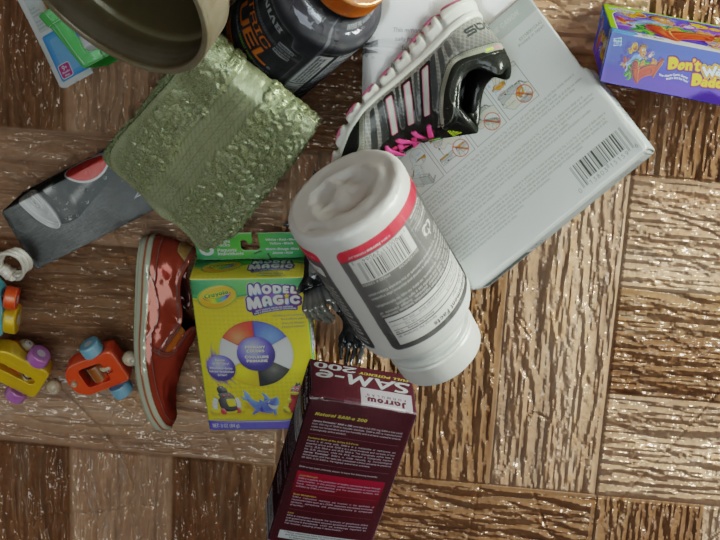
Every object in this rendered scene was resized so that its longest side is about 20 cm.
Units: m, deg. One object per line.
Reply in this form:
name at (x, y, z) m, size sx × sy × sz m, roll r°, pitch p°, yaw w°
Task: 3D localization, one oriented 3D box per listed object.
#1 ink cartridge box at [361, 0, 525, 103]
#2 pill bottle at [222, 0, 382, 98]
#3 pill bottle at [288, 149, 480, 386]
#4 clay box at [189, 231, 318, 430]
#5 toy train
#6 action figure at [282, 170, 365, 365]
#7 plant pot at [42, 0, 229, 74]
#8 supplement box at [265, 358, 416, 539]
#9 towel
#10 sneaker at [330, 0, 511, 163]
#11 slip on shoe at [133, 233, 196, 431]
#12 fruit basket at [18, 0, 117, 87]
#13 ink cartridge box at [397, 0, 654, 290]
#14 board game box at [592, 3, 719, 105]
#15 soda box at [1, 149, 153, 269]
ink cartridge box at (0.075, -0.189, 1.404) m, size 0.143 × 0.084 × 0.203 m, roll 3°, pitch 110°, yaw 4°
pill bottle at (-0.049, -0.221, 1.343) m, size 0.106 × 0.107 × 0.200 m, roll 44°, pitch 147°, yaw -10°
pill bottle at (0.028, 0.004, 1.324) m, size 0.110 × 0.111 × 0.201 m, roll -23°, pitch 127°, yaw 13°
clay box at (-0.102, 0.060, 1.512) m, size 0.113 × 0.048 × 0.202 m, roll -2°, pitch 119°, yaw 6°
toy train at (-0.316, 0.055, 1.535) m, size 0.149 × 0.056 × 0.201 m, roll -25°, pitch 119°, yaw 20°
action figure at (0.000, 0.000, 1.436) m, size 0.117 × 0.103 × 0.201 m, roll -15°, pitch 135°, yaw 3°
plant pot at (-0.164, -0.293, 1.271) m, size 0.198 × 0.174 × 0.201 m, roll 27°, pitch 153°, yaw 15°
supplement box at (-0.022, 0.188, 1.522) m, size 0.107 × 0.061 × 0.202 m, roll 10°, pitch 125°, yaw -12°
towel at (-0.135, -0.112, 1.381) m, size 0.148 × 0.037 × 0.200 m, roll 38°, pitch 129°, yaw -10°
sneaker at (0.055, -0.133, 1.325) m, size 0.087 × 0.074 × 0.200 m, roll 44°, pitch 102°, yaw 19°
slip on shoe at (-0.189, 0.064, 1.527) m, size 0.060 × 0.074 × 0.203 m, roll 3°, pitch 105°, yaw 1°
fruit basket at (-0.243, -0.293, 1.397) m, size 0.183 × 0.094 × 0.202 m, roll -24°, pitch 100°, yaw 15°
ink cartridge box at (0.128, -0.111, 1.361) m, size 0.199 × 0.043 × 0.174 m, roll -39°, pitch 79°, yaw 18°
board game box at (0.307, -0.182, 1.356) m, size 0.197 × 0.135 × 0.045 m, roll 11°, pitch 110°, yaw 1°
soda box at (-0.240, -0.079, 1.485) m, size 0.198 × 0.063 × 0.071 m, roll -26°, pitch 105°, yaw 13°
